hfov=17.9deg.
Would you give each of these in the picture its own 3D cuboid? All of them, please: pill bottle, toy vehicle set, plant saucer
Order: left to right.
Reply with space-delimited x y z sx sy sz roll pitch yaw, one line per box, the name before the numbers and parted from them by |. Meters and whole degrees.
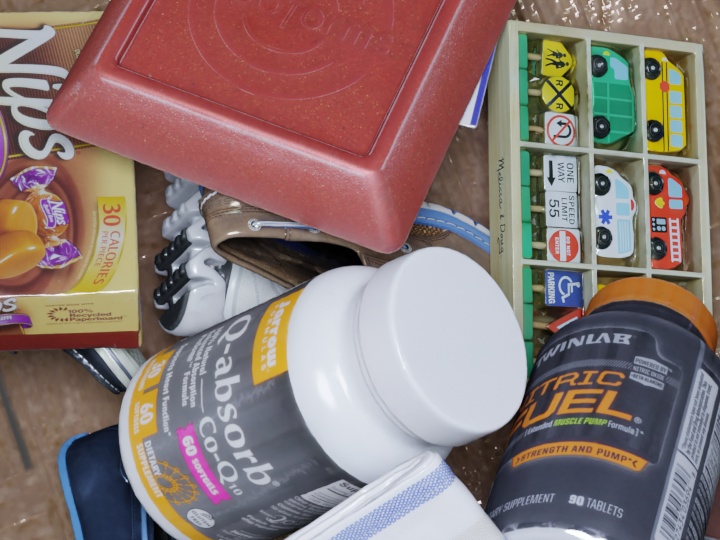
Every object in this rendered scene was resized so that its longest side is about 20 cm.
plant saucer | -0.035 -0.128 1.195 0.199 0.037 0.200 21 61 9
pill bottle | -0.020 0.065 1.152 0.200 0.116 0.117 -26 78 41
toy vehicle set | 0.130 -0.030 1.245 0.124 0.027 0.200 3 81 -24
pill bottle | 0.124 0.093 1.128 0.106 0.106 0.200 17 45 6

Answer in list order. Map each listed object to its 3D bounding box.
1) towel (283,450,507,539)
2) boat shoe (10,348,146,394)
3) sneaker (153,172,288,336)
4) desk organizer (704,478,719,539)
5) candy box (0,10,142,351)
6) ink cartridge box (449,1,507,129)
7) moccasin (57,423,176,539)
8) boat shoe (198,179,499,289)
towel | 0.028 0.191 1.055 0.147 0.024 0.200 -34 109 7
boat shoe | -0.199 0.015 1.266 0.200 0.075 0.062 34 87 14
sneaker | -0.067 -0.057 1.275 0.081 0.075 0.200 8 74 -21
desk organizer | 0.242 0.168 1.210 0.200 0.077 0.072 16 116 -9
candy box | -0.178 -0.051 1.232 0.117 0.056 0.200 -1 54 -6
ink cartridge box | -0.027 -0.128 1.234 0.200 0.037 0.095 11 60 6
moccasin | -0.106 0.163 1.212 0.068 0.080 0.200 -23 64 3
boat shoe | 0.000 0.000 1.221 0.200 0.072 0.072 21 51 -21
